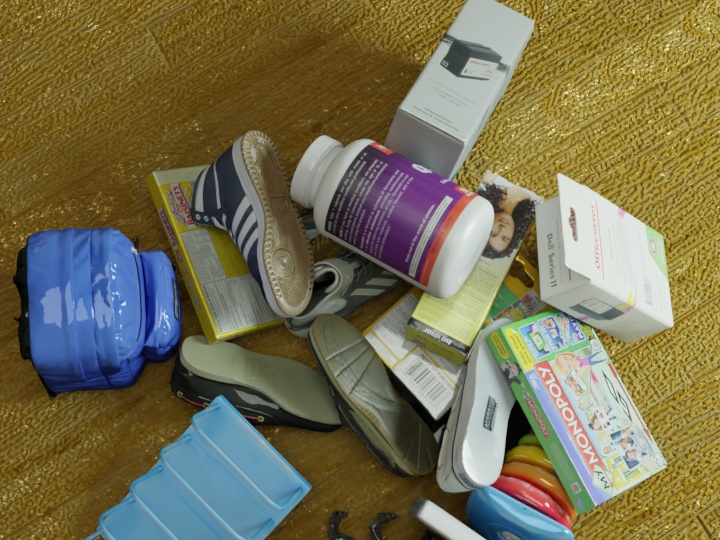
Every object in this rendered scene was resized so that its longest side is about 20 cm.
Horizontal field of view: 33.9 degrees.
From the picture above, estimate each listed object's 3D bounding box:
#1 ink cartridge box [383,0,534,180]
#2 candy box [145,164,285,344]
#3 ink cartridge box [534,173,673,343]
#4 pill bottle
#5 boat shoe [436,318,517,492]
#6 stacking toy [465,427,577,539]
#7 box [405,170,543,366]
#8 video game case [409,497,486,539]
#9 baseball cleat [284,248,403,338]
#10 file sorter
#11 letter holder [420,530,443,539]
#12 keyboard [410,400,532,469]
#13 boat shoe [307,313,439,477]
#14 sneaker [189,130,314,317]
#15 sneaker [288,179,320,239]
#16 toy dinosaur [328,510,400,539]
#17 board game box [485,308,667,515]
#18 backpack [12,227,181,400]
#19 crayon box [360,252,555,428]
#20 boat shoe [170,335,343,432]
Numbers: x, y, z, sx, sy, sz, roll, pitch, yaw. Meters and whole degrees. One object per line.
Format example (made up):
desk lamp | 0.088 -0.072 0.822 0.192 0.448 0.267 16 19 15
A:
ink cartridge box | 0.101 -0.183 1.297 0.083 0.145 0.201 28 58 5
candy box | -0.160 -0.022 1.313 0.102 0.026 0.202 -12 75 -40
ink cartridge box | 0.249 -0.011 1.262 0.199 0.067 0.118 26 54 -39
pill bottle | 0.031 -0.062 1.219 0.199 0.113 0.113 29 77 14
boat shoe | 0.122 0.141 1.226 0.071 0.070 0.201 32 54 -21
stacking toy | 0.201 0.200 1.250 0.115 0.110 0.201 25 62 14
box | 0.123 -0.003 1.278 0.075 0.050 0.201 25 74 8
video game case | 0.138 0.296 1.196 0.199 0.182 0.024 35 82 6
baseball cleat | 0.000 0.000 1.298 0.200 0.107 0.070 -43 77 -13
file sorter | -0.175 0.253 1.197 0.139 0.123 0.200 44 97 6
letter holder | 0.053 0.383 1.169 0.100 0.142 0.201 33 92 3
keyboard | 0.150 0.189 1.306 0.198 0.021 0.128 -14 73 -4
boat shoe | 0.002 0.141 1.263 0.201 0.066 0.072 52 46 0
sneaker | -0.119 -0.036 1.266 0.070 0.108 0.202 -2 74 -47
sneaker | -0.019 -0.085 1.332 0.198 0.079 0.075 -19 76 -8
toy dinosaur | 0.001 0.303 1.262 0.198 0.047 0.089 1 83 1
board game box | 0.226 0.138 1.230 0.134 0.029 0.201 -14 72 -43
backpack | -0.274 0.033 1.232 0.166 0.200 0.164 -10 77 -4
crayon box | 0.111 0.059 1.310 0.200 0.052 0.126 -41 77 -12
boat shoe | -0.109 0.133 1.290 0.200 0.063 0.074 19 36 -10
